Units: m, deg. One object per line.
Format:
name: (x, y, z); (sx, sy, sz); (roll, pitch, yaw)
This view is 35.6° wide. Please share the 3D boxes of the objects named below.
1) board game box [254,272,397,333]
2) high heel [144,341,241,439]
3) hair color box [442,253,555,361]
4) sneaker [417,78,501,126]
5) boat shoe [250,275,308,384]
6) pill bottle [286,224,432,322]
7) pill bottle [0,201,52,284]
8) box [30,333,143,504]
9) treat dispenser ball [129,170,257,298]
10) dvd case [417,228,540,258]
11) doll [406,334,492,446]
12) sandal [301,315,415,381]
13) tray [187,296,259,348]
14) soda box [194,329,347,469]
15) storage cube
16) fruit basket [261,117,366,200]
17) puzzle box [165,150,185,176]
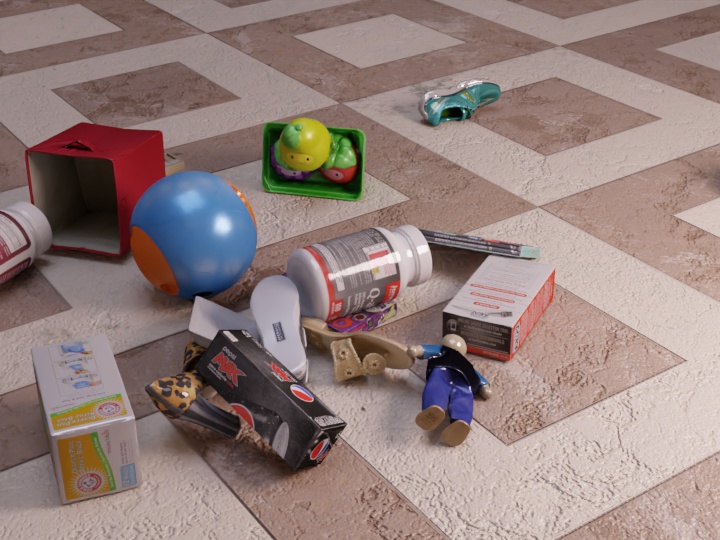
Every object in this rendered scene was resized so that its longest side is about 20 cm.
board game box: (-0.055, 0.048, 1.746); (0.200, 0.032, 0.120); (24, 42, 37)
high heel: (-0.239, 0.132, 1.491); (0.142, 0.071, 0.200); (32, 15, -36)
hair color box: (0.210, 0.052, 1.687); (0.111, 0.064, 0.200); (12, 30, 24)
sneaker: (0.222, -0.356, 2.429); (0.200, 0.078, 0.080); (-20, 53, -21)
boat shoe: (-0.110, 0.093, 1.596); (0.072, 0.068, 0.200); (-14, 45, -5)
pill bottle: (0.000, 0.000, 1.684); (0.200, 0.116, 0.116); (-17, 33, -26)
pill bottle: (-0.606, -0.031, 1.824); (0.114, 0.114, 0.200); (14, 32, 26)
box: (-0.350, 0.185, 1.425); (0.101, 0.113, 0.200); (-11, 31, -18)
treat dispenser ball: (-0.261, -0.056, 1.761); (0.200, 0.201, 0.201); (-1, 29, 1)
dvd case: (0.184, -0.046, 1.843); (0.200, 0.022, 0.146); (11, 4, 19)
doll: (0.117, 0.145, 1.513); (0.136, 0.048, 0.200); (32, 30, -7)
sandal: (-0.022, 0.126, 1.583); (0.211, 0.078, 0.070); (15, 57, 38)
tray: (-0.197, 0.088, 1.610); (0.107, 0.022, 0.200); (26, 8, -10)
soda box: (-0.116, 0.161, 1.424); (0.200, 0.071, 0.063); (40, 17, 26)
storage cube: (-0.451, -0.147, 1.945); (0.171, 0.200, 0.180); (7, 24, 17)
fruit basket: (-0.092, -0.211, 2.074); (0.215, 0.156, 0.216); (3, 15, -1)
puzzle box: (-0.463, -0.198, 2.205); (0.200, 0.025, 0.133); (-23, 35, -32)
